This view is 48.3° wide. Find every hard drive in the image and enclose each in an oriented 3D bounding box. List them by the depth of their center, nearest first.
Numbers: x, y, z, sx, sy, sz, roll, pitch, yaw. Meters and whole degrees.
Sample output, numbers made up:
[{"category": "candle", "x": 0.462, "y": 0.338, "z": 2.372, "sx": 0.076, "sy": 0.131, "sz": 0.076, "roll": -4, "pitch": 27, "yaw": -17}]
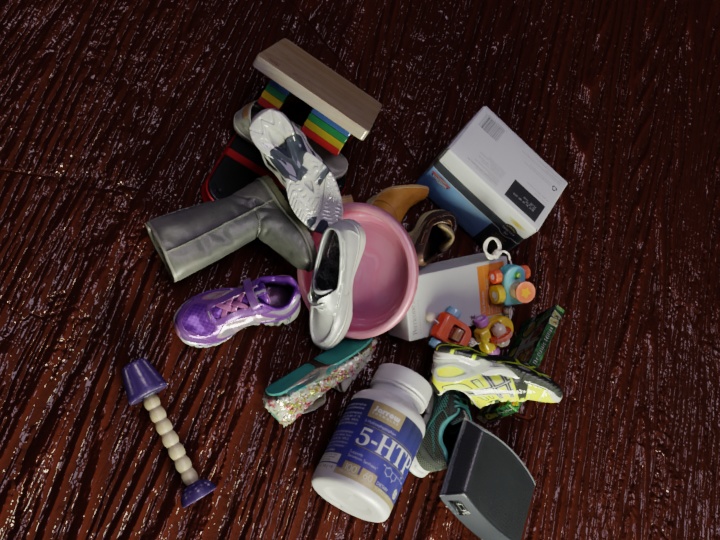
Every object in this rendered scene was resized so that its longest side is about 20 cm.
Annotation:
[{"category": "hard drive", "x": 0.193, "y": 0.318, "z": 1.177, "sx": 0.200, "sy": 0.042, "sz": 0.136, "roll": 48, "pitch": 54, "yaw": -37}]

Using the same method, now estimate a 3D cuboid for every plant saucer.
[{"category": "plant saucer", "x": 0.000, "y": 0.000, "z": 1.204, "sx": 0.051, "sy": 0.200, "sz": 0.202, "roll": -5, "pitch": 68, "yaw": -62}]

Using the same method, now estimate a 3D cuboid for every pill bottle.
[{"category": "pill bottle", "x": 0.024, "y": 0.239, "z": 1.144, "sx": 0.119, "sy": 0.120, "sz": 0.201, "roll": 33, "pitch": 61, "yaw": -8}]

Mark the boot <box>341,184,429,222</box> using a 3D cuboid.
[{"category": "boot", "x": 0.042, "y": -0.058, "z": 1.308, "sx": 0.200, "sy": 0.071, "sz": 0.145, "roll": -13, "pitch": 85, "yaw": -30}]

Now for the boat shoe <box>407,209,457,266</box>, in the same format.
[{"category": "boat shoe", "x": 0.120, "y": -0.050, "z": 1.293, "sx": 0.200, "sy": 0.071, "sz": 0.073, "roll": -30, "pitch": 115, "yaw": -54}]

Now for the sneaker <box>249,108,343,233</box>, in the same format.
[{"category": "sneaker", "x": -0.091, "y": -0.151, "z": 1.197, "sx": 0.079, "sy": 0.130, "sz": 0.199, "roll": -39, "pitch": 101, "yaw": 7}]

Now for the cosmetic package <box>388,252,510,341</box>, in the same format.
[{"category": "cosmetic package", "x": 0.139, "y": 0.039, "z": 1.281, "sx": 0.198, "sy": 0.071, "sz": 0.102, "roll": -12, "pitch": 101, "yaw": -26}]

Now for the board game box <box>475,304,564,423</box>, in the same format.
[{"category": "board game box", "x": 0.256, "y": 0.150, "z": 1.288, "sx": 0.023, "sy": 0.105, "sz": 0.201, "roll": 35, "pitch": 60, "yaw": -4}]

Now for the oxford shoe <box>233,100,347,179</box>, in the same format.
[{"category": "oxford shoe", "x": -0.107, "y": -0.205, "z": 1.276, "sx": 0.199, "sy": 0.058, "sz": 0.076, "roll": 28, "pitch": 56, "yaw": -13}]

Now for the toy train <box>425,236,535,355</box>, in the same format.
[{"category": "toy train", "x": 0.197, "y": 0.056, "z": 1.241, "sx": 0.150, "sy": 0.056, "sz": 0.201, "roll": 38, "pitch": 81, "yaw": -29}]

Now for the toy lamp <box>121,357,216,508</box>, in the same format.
[{"category": "toy lamp", "x": -0.258, "y": 0.212, "z": 1.071, "sx": 0.058, "sy": 0.058, "sz": 0.201, "roll": -26, "pitch": 84, "yaw": -29}]

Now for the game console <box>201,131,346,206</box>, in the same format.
[{"category": "game console", "x": -0.136, "y": -0.129, "z": 1.277, "sx": 0.199, "sy": 0.031, "sz": 0.178, "roll": 31, "pitch": 56, "yaw": -10}]

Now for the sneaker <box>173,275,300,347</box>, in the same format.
[{"category": "sneaker", "x": -0.169, "y": 0.049, "z": 1.155, "sx": 0.199, "sy": 0.088, "sz": 0.081, "roll": -15, "pitch": 77, "yaw": -26}]

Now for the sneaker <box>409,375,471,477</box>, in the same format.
[{"category": "sneaker", "x": 0.140, "y": 0.219, "z": 1.213, "sx": 0.077, "sy": 0.091, "sz": 0.201, "roll": 37, "pitch": 60, "yaw": -24}]

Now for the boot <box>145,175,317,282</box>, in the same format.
[{"category": "boot", "x": -0.184, "y": -0.037, "z": 1.162, "sx": 0.199, "sy": 0.073, "sz": 0.182, "roll": -28, "pitch": 70, "yaw": -30}]

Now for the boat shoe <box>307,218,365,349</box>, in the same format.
[{"category": "boat shoe", "x": -0.045, "y": 0.025, "z": 1.155, "sx": 0.072, "sy": 0.201, "sz": 0.068, "roll": 31, "pitch": 24, "yaw": 27}]

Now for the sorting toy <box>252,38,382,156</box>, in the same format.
[{"category": "sorting toy", "x": -0.074, "y": -0.274, "z": 1.289, "sx": 0.199, "sy": 0.070, "sz": 0.199, "roll": 33, "pitch": 24, "yaw": -7}]

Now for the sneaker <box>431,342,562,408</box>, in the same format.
[{"category": "sneaker", "x": 0.198, "y": 0.166, "z": 1.186, "sx": 0.198, "sy": 0.075, "sz": 0.077, "roll": 16, "pitch": 96, "yaw": 1}]

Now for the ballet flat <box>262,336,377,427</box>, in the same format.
[{"category": "ballet flat", "x": -0.055, "y": 0.160, "z": 1.181, "sx": 0.199, "sy": 0.075, "sz": 0.064, "roll": -28, "pitch": 113, "yaw": -25}]

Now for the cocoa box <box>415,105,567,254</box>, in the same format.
[{"category": "cocoa box", "x": 0.222, "y": -0.148, "z": 1.374, "sx": 0.200, "sy": 0.131, "sz": 0.134, "roll": 42, "pitch": 59, "yaw": -3}]
